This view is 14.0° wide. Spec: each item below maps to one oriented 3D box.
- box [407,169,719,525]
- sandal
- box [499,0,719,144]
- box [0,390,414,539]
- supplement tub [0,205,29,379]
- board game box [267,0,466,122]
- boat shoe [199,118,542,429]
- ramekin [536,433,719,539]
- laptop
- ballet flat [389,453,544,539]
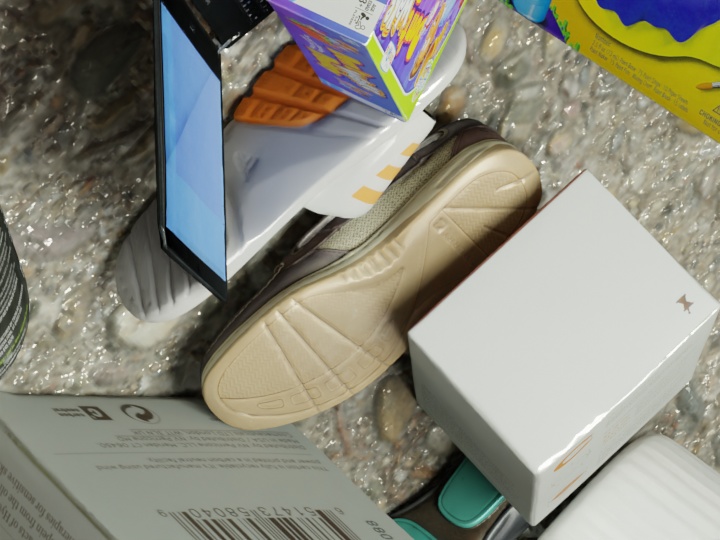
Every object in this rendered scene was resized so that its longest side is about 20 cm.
[{"bbox_3d":[0.102,0.044,1.502,0.124,0.098,0.200,-42,170,-7],"label":"box"},{"bbox_3d":[-0.029,-0.049,1.390,0.207,0.079,0.059,-42,143,7],"label":"sandal"},{"bbox_3d":[0.191,-0.162,1.278,0.122,0.200,0.193,-8,127,-53],"label":"box"},{"bbox_3d":[-0.095,0.178,1.414,0.199,0.200,0.172,4,117,-45],"label":"box"},{"bbox_3d":[-0.213,-0.036,1.187,0.122,0.123,0.200,-32,138,-18],"label":"supplement tub"},{"bbox_3d":[0.021,-0.145,1.217,0.135,0.045,0.200,-64,173,-2],"label":"board game box"},{"bbox_3d":[0.000,0.000,1.459,0.200,0.065,0.072,-41,124,4],"label":"boat shoe"},{"bbox_3d":[0.147,0.188,1.678,0.201,0.098,0.201,-47,168,-13],"label":"ramekin"},{"bbox_3d":[-0.025,-0.098,1.269,0.200,0.103,0.177,-39,171,-1],"label":"laptop"},{"bbox_3d":[0.050,0.155,1.636,0.200,0.073,0.073,-43,141,-10],"label":"ballet flat"}]
